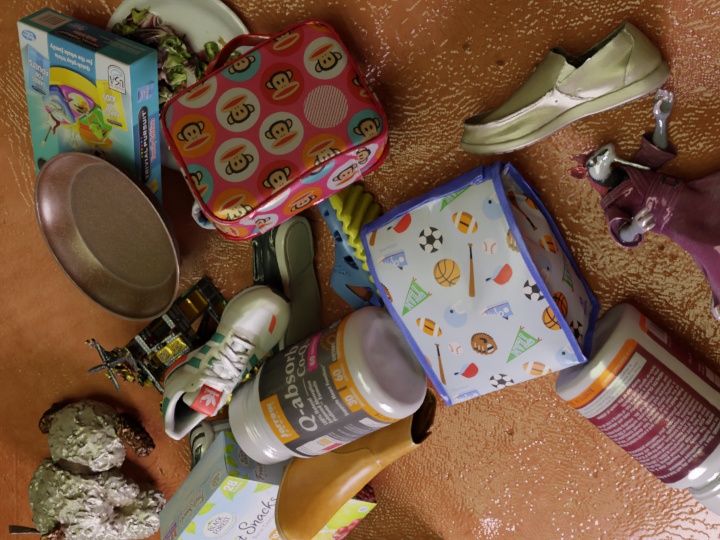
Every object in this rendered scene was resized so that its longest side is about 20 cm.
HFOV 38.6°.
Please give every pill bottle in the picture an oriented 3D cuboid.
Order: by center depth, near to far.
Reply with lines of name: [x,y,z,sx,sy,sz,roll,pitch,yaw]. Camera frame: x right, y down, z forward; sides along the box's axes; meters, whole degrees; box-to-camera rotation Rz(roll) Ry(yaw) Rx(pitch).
pill bottle: [0.299,0.137,1.000,0.199,0.114,0.114,40,121,0]
pill bottle: [-0.038,0.125,1.057,0.199,0.116,0.117,-29,101,34]

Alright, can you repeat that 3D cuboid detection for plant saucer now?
plant saucer: [-0.263,-0.041,1.100,0.198,0.037,0.203,18,129,24]

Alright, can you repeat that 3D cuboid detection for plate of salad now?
plate of salad: [-0.192,-0.195,1.075,0.197,0.048,0.203,9,117,17]

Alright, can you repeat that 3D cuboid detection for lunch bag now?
lunch bag: [-0.087,-0.144,0.979,0.198,0.082,0.178,-29,75,-3]
lunch bag: [0.115,0.005,1.007,0.169,0.124,0.201,-25,111,30]

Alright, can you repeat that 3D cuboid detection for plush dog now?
plush dog: [-0.352,0.249,1.300,0.197,0.160,0.174,8,90,15]

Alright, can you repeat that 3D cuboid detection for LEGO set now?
LEGO set: [-0.212,0.111,1.182,0.198,0.116,0.155,-25,103,29]

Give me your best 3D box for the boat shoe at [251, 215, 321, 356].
boat shoe: [-0.090,0.027,1.125,0.065,0.074,0.201,17,130,28]

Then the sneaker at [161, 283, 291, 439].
sneaker: [-0.140,0.102,1.067,0.070,0.094,0.200,35,119,-24]

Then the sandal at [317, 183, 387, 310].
sandal: [0.000,0.000,1.076,0.086,0.079,0.202,-19,104,31]

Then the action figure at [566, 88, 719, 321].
action figure: [0.285,-0.063,0.943,0.198,0.135,0.149,26,164,22]

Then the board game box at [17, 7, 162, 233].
board game box: [-0.285,-0.157,1.094,0.150,0.047,0.202,24,130,22]

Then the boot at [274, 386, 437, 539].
boot: [0.000,0.200,1.093,0.143,0.202,0.071,-23,113,38]

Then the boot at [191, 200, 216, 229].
boot: [-0.083,-0.099,1.048,0.199,0.096,0.074,-29,101,29]

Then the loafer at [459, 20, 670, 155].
loafer: [0.177,-0.166,0.935,0.198,0.076,0.069,-21,104,18]

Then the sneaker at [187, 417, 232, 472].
sneaker: [-0.145,0.237,1.244,0.114,0.076,0.201,-12,147,-15]

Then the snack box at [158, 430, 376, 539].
snack box: [-0.109,0.276,1.190,0.198,0.068,0.169,18,127,-29]
